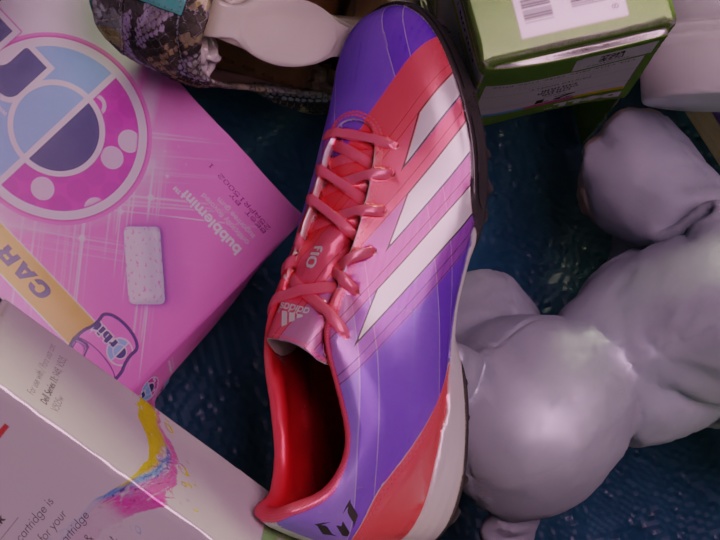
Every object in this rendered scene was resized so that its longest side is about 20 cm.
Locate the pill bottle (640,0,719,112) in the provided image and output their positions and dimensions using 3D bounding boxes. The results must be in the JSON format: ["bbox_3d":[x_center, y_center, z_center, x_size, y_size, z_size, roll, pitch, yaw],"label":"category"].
[{"bbox_3d":[0.153,-0.167,0.956,0.110,0.111,0.201,1,88,-22],"label":"pill bottle"}]

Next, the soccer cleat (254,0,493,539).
[{"bbox_3d":[0.000,0.000,0.864,0.073,0.068,0.201,5,85,-40],"label":"soccer cleat"}]

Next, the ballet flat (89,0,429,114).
[{"bbox_3d":[-0.017,-0.093,0.935,0.200,0.072,0.072,1,74,-51],"label":"ballet flat"}]

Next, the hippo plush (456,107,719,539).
[{"bbox_3d":[0.105,0.051,0.951,0.160,0.200,0.160,-32,122,-8],"label":"hippo plush"}]

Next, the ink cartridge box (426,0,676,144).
[{"bbox_3d":[0.056,-0.131,0.960,0.075,0.200,0.149,-13,81,-6],"label":"ink cartridge box"}]

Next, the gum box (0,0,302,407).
[{"bbox_3d":[-0.127,-0.040,0.916,0.200,0.066,0.114,46,64,-6],"label":"gum box"}]

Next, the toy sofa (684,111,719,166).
[{"bbox_3d":[0.173,-0.111,1.044,0.083,0.098,0.200,-33,91,-27],"label":"toy sofa"}]

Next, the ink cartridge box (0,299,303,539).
[{"bbox_3d":[-0.117,0.095,0.854,0.200,0.067,0.117,38,108,-10],"label":"ink cartridge box"}]
